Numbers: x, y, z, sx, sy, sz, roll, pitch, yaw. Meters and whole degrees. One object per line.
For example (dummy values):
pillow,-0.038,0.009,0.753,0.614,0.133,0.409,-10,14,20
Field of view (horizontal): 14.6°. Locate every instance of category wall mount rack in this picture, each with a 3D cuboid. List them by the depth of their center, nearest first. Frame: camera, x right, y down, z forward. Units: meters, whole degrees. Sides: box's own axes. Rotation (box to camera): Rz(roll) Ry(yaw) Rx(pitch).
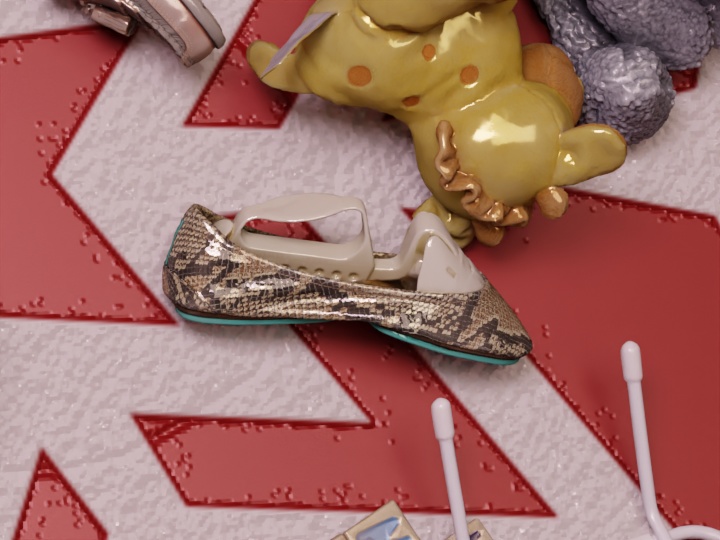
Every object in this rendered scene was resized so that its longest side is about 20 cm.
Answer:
wall mount rack,0.117,0.139,1.443,0.200,0.075,0.174,-15,63,-25

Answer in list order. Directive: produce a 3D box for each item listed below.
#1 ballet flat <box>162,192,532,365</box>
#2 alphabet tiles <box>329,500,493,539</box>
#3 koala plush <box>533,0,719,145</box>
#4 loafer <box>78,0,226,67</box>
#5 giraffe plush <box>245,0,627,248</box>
ballet flat,0.000,0.000,1.447,0.200,0.068,0.075,9,110,-12
alphabet tiles,0.011,0.219,1.428,0.200,0.006,0.166,-32,86,-22
koala plush,0.182,-0.194,1.490,0.177,0.200,0.184,-25,83,-21
loafer,-0.156,-0.172,1.464,0.063,0.072,0.200,-43,83,-5
giraffe plush,0.058,-0.103,1.463,0.200,0.173,0.162,-47,106,-24
